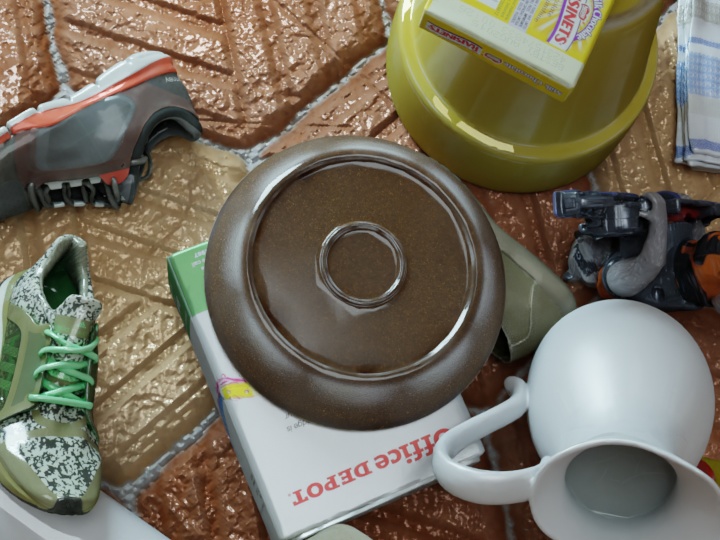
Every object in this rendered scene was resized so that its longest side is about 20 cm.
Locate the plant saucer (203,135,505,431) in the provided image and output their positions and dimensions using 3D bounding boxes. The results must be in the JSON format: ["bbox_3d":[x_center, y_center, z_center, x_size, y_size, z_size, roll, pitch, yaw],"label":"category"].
[{"bbox_3d":[0.000,0.000,0.806,0.198,0.032,0.202,3,70,-9],"label":"plant saucer"}]

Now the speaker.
[{"bbox_3d":[-0.211,0.154,0.791,0.199,0.081,0.081,34,71,4],"label":"speaker"}]

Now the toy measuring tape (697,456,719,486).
[{"bbox_3d":[0.247,0.138,0.870,0.074,0.074,0.200,46,63,8],"label":"toy measuring tape"}]

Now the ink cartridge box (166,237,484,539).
[{"bbox_3d":[-0.027,0.066,0.841,0.144,0.084,0.201,-21,76,-14],"label":"ink cartridge box"}]

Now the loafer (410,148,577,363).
[{"bbox_3d":[0.061,-0.012,0.882,0.200,0.076,0.068,38,65,5],"label":"loafer"}]

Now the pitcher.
[{"bbox_3d":[0.138,0.094,0.794,0.170,0.200,0.122,10,115,7],"label":"pitcher"}]

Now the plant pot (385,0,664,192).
[{"bbox_3d":[0.128,-0.181,0.886,0.199,0.189,0.203,2,72,-8],"label":"plant pot"}]

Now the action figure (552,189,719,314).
[{"bbox_3d":[0.210,-0.001,0.850,0.199,0.193,0.106,2,95,-41],"label":"action figure"}]

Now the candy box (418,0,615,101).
[{"bbox_3d":[0.122,-0.211,0.781,0.102,0.026,0.201,28,71,-1],"label":"candy box"}]

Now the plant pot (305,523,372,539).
[{"bbox_3d":[-0.048,0.249,0.718,0.183,0.201,0.201,-30,79,-25],"label":"plant pot"}]

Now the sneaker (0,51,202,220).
[{"bbox_3d":[-0.194,-0.073,0.870,0.199,0.077,0.082,-36,87,-16],"label":"sneaker"}]

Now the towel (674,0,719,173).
[{"bbox_3d":[0.319,-0.164,0.993,0.145,0.024,0.202,7,72,-6],"label":"towel"}]

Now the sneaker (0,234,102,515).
[{"bbox_3d":[-0.190,0.056,0.780,0.076,0.089,0.201,10,42,-31],"label":"sneaker"}]
